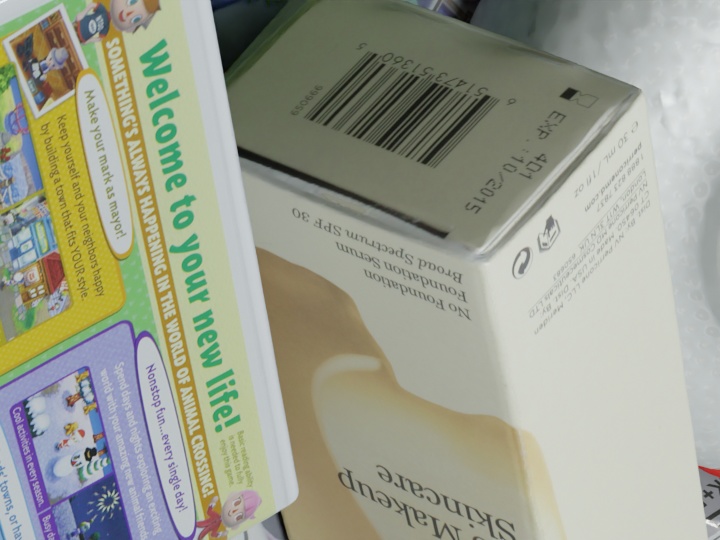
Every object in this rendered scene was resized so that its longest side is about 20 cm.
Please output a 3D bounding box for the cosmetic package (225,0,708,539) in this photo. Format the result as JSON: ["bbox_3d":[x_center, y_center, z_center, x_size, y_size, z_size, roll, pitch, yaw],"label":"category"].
[{"bbox_3d":[0.027,0.032,0.777,0.071,0.105,0.201,-46,140,-30],"label":"cosmetic package"}]

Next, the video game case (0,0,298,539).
[{"bbox_3d":[-0.105,0.026,0.679,0.182,0.022,0.201,-28,137,-19],"label":"video game case"}]

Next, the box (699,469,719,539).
[{"bbox_3d":[0.068,0.138,1.004,0.116,0.060,0.201,-28,148,-40],"label":"box"}]

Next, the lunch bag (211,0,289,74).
[{"bbox_3d":[-0.042,-0.032,0.850,0.200,0.082,0.162,-28,129,-48],"label":"lunch bag"}]

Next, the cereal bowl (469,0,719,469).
[{"bbox_3d":[0.125,-0.029,0.820,0.199,0.083,0.201,-8,117,-16],"label":"cereal bowl"}]

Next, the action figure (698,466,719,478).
[{"bbox_3d":[0.140,0.043,0.927,0.052,0.199,0.066,80,30,-55],"label":"action figure"}]

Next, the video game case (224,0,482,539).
[{"bbox_3d":[0.000,0.000,0.833,0.200,0.023,0.183,-51,145,-28],"label":"video game case"}]
